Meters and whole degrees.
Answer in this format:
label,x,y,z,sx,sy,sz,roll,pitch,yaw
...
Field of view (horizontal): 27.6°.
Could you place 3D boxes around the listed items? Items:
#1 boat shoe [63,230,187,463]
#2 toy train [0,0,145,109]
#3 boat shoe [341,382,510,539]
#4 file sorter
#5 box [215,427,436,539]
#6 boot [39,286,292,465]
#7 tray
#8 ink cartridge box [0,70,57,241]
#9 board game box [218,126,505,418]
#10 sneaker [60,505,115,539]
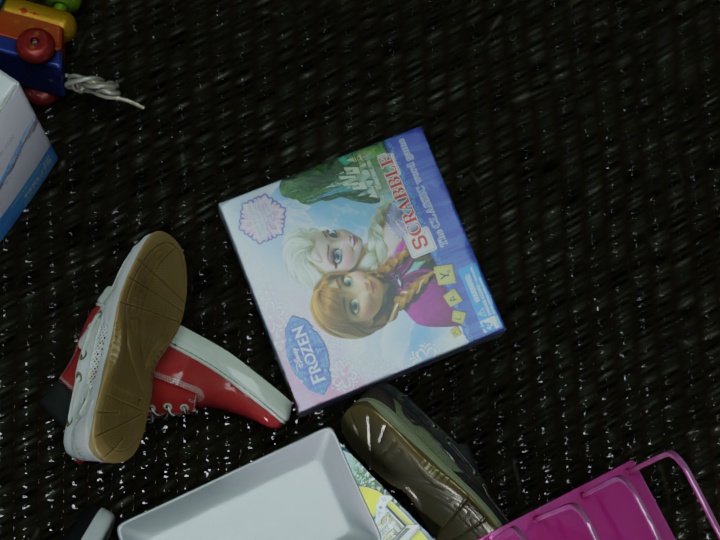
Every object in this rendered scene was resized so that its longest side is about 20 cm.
label,x,y,z,sx,sy,sz,roll,pitch,yaw
boat shoe,-0.201,0.060,1.203,0.069,0.071,0.202,-7,57,39
toy train,-0.273,-0.215,1.317,0.198,0.085,0.117,15,64,0
boat shoe,0.072,0.174,1.250,0.201,0.072,0.066,44,46,-1
file sorter,0.179,0.244,1.142,0.198,0.126,0.140,-24,77,-15
box,-0.052,0.254,1.241,0.137,0.038,0.200,44,79,7
boot,-0.168,0.121,1.250,0.199,0.072,0.145,26,78,11
tray,-0.092,0.220,1.216,0.198,0.022,0.108,-24,80,-7
ink cartridge box,-0.364,-0.104,1.220,0.146,0.200,0.147,33,78,4
board game box,0.000,0.000,1.297,0.198,0.041,0.202,-22,80,-7
sneaker,-0.299,0.261,1.209,0.111,0.073,0.201,33,79,3
